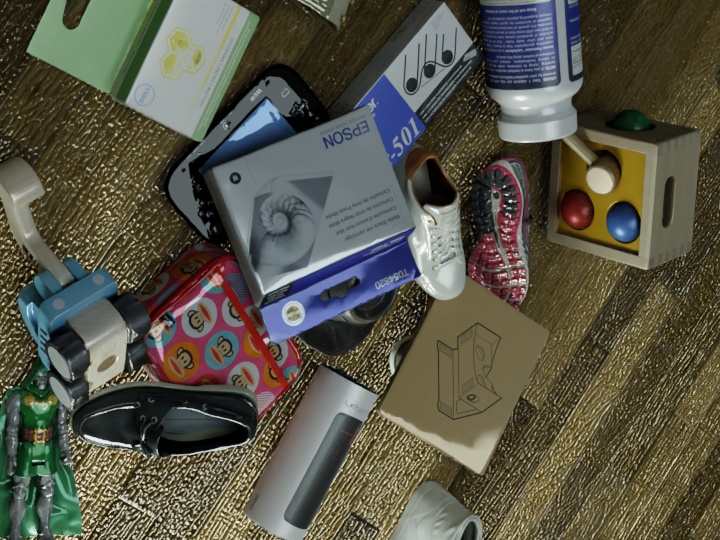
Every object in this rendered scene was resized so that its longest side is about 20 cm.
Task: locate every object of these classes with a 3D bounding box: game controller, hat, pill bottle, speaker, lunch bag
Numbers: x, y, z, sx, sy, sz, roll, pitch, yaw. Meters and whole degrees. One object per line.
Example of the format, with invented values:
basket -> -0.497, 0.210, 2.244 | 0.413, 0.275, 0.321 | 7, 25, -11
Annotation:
game controller -> -0.122, -0.126, 1.560 | 0.200, 0.042, 0.105 | -48, 127, -13
hat -> 0.000, 0.000, 1.640 | 0.199, 0.080, 0.203 | -4, 96, -47
pill bottle -> 0.199, -0.258, 1.686 | 0.115, 0.115, 0.202 | -16, 109, -30
speaker -> -0.058, 0.212, 1.703 | 0.081, 0.081, 0.201 | 30, 87, -39
lunch bag -> -0.154, 0.074, 1.590 | 0.176, 0.082, 0.201 | -44, 127, -20

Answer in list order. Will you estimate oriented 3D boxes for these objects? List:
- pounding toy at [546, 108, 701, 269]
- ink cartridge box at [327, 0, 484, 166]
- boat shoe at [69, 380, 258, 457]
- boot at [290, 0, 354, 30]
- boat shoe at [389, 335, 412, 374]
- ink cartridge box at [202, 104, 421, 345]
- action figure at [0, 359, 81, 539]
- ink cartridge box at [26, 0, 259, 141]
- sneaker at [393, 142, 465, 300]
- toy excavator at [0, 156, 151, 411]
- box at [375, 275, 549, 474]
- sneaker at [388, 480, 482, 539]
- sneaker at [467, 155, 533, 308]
pounding toy -> 0.302, -0.123, 1.794 | 0.141, 0.183, 0.202 | -19, 117, -42
ink cartridge box -> 0.047, -0.204, 1.651 | 0.200, 0.044, 0.094 | -50, 126, -10
boat shoe -> -0.202, 0.163, 1.508 | 0.197, 0.066, 0.075 | 2, 122, -13
boot -> 0.005, -0.330, 1.559 | 0.199, 0.072, 0.156 | 20, 94, -33
boat shoe -> 0.108, 0.156, 1.813 | 0.072, 0.060, 0.202 | -47, 125, -10
ink cartridge box -> -0.043, -0.049, 1.551 | 0.198, 0.041, 0.202 | -25, 97, -22
action figure -> -0.340, 0.191, 1.513 | 0.117, 0.055, 0.202 | -3, 104, -32
ink cartridge box -> -0.214, -0.236, 1.452 | 0.199, 0.048, 0.147 | 25, 91, -41
sneaker -> 0.086, -0.049, 1.693 | 0.072, 0.085, 0.202 | -28, 113, -19
toy excavator -> -0.305, 0.010, 1.443 | 0.100, 0.200, 0.195 | -34, 160, -28
box -> 0.128, 0.122, 1.772 | 0.163, 0.021, 0.201 | 32, 76, -18
sneaker -> 0.083, 0.382, 1.844 | 0.073, 0.115, 0.202 | 18, 97, -40
sneaker -> 0.182, -0.043, 1.790 | 0.075, 0.080, 0.202 | -44, 141, -52
